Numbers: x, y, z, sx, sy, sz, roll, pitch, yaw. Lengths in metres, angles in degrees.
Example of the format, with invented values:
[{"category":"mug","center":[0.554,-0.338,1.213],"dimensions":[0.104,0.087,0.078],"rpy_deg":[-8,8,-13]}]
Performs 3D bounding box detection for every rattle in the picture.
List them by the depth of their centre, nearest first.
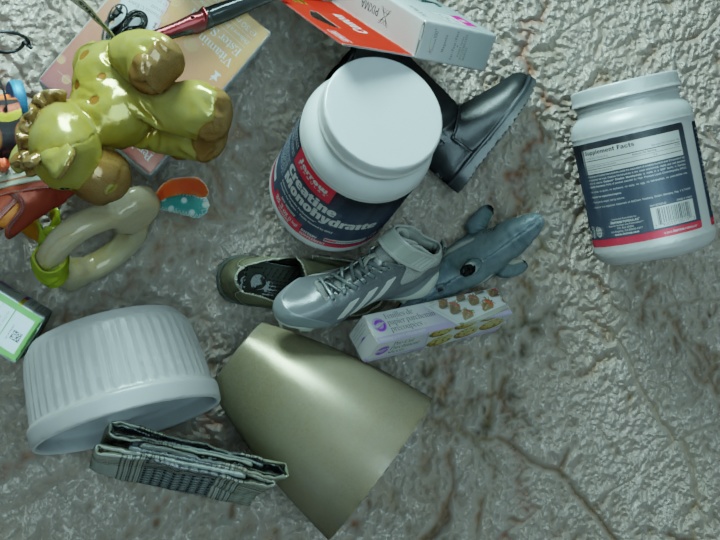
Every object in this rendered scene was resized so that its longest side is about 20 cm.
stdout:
[{"category":"rattle","center":[-0.274,-0.079,1.261],"dimensions":[0.200,0.130,0.143],"rpy_deg":[-39,55,6]}]

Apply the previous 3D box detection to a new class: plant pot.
[{"category":"plant pot","center":[-0.055,0.153,1.280],"dimensions":[0.200,0.187,0.188],"rpy_deg":[38,84,4]}]

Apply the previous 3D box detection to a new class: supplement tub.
[{"category":"supplement tub","center":[-0.008,-0.118,1.235],"dimensions":[0.139,0.200,0.141],"rpy_deg":[7,66,-16]},{"category":"supplement tub","center":[0.320,-0.116,1.352],"dimensions":[0.139,0.140,0.201],"rpy_deg":[-13,93,-11]}]

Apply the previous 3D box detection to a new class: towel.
[{"category":"towel","center":[-0.186,0.210,1.233],"dimensions":[0.191,0.200,0.035],"rpy_deg":[17,67,-11]}]

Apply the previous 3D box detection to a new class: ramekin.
[{"category":"ramekin","center":[-0.252,0.111,1.220],"dimensions":[0.199,0.200,0.106],"rpy_deg":[-14,76,-10]}]

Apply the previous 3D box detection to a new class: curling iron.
[{"category":"curling iron","center":[-0.168,-0.264,1.203],"dimensions":[0.199,0.026,0.050],"rpy_deg":[-16,96,-11]}]

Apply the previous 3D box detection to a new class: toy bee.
[{"category":"toy bee","center":[-0.369,-0.140,1.177],"dimensions":[0.130,0.200,0.109],"rpy_deg":[-13,78,-7]}]

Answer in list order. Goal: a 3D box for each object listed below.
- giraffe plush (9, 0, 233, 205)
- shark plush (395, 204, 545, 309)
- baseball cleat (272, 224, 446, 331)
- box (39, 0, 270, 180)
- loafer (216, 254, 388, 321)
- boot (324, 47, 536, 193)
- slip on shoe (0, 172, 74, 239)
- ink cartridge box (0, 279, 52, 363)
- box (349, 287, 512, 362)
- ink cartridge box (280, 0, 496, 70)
[{"category":"giraffe plush","center":[-0.241,-0.135,1.107],"dimensions":[0.200,0.173,0.163],"rpy_deg":[37,71,-3]},{"category":"shark plush","center":[0.114,-0.011,1.342],"dimensions":[0.199,0.083,0.091],"rpy_deg":[-22,95,-10]},{"category":"baseball cleat","center":[0.000,0.000,1.254],"dimensions":[0.199,0.107,0.070],"rpy_deg":[-17,53,-30]},{"category":"box","center":[-0.219,-0.221,1.261],"dimensions":[0.152,0.106,0.200],"rpy_deg":[40,83,-10]},{"category":"loafer","center":[-0.060,0.020,1.316],"dimensions":[0.199,0.070,0.076],"rpy_deg":[2,91,-11]},{"category":"boot","center":[0.080,-0.213,1.346],"dimensions":[0.200,0.066,0.165],"rpy_deg":[38,83,-5]},{"category":"slip on shoe","center":[-0.346,-0.063,1.176],"dimensions":[0.199,0.074,0.062],"rpy_deg":[-15,88,-10]},{"category":"ink cartridge box","center":[-0.424,0.017,1.227],"dimensions":[0.199,0.104,0.060],"rpy_deg":[33,85,-10]},{"category":"box","center":[0.081,0.059,1.314],"dimensions":[0.199,0.042,0.039],"rpy_deg":[-10,58,-37]},{"category":"ink cartridge box","center":[0.018,-0.271,1.238],"dimensions":[0.173,0.200,0.044],"rpy_deg":[5,114,-32]}]
